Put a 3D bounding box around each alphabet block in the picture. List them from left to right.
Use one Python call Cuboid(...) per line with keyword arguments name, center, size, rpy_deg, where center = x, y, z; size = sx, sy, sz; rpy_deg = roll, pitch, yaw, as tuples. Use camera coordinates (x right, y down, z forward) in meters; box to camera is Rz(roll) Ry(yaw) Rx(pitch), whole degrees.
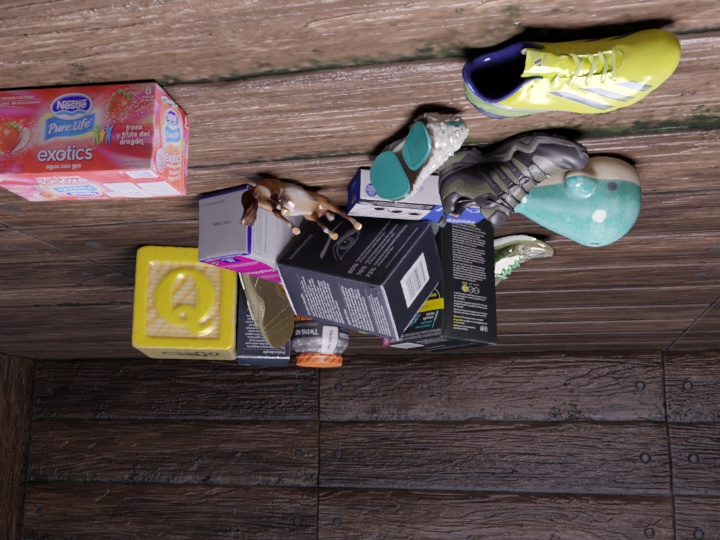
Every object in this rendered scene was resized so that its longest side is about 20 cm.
Cuboid(name="alphabet block", center=(-0.335, 0.069, 1.664), size=(0.191, 0.200, 0.200), rpy_deg=(0, 168, -6))

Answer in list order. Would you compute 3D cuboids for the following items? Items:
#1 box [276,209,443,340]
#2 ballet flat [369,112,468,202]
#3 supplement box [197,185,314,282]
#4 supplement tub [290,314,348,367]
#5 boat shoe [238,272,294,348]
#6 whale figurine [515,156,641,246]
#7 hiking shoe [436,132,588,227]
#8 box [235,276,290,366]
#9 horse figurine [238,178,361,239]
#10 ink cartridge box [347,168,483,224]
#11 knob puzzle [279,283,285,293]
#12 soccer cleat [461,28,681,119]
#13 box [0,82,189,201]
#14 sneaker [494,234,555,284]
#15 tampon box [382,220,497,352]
Cuboid(name="box", center=(0.000, 0.000, 1.258), size=(0.197, 0.148, 0.106), rpy_deg=(12, 136, 35))
Cuboid(name="ballet flat", center=(0.073, -0.133, 1.007), size=(0.070, 0.074, 0.200), rpy_deg=(5, 168, -18))
Cuboid(name="supplement box", center=(-0.148, -0.051, 1.309), size=(0.099, 0.106, 0.199), rpy_deg=(-8, 167, 32))
Cuboid(name="supplement tub", center=(-0.082, 0.091, 1.726), size=(0.119, 0.205, 0.123), rpy_deg=(0, 168, 0))
Cuboid(name="boat shoe", center=(-0.179, 0.052, 1.562), size=(0.073, 0.203, 0.063), rpy_deg=(-35, -143, -22))
Cuboid(name="whale figurine", center=(0.268, -0.084, 1.110), size=(0.195, 0.106, 0.159), rpy_deg=(-1, 169, -1))
Cuboid(name="hiking shoe", center=(0.185, -0.103, 1.037), size=(0.196, 0.103, 0.075), rpy_deg=(-7, 167, 34))
Cuboid(name="box", center=(-0.191, 0.083, 1.695), size=(0.104, 0.205, 0.149), rpy_deg=(2, 169, -6))
Cuboid(name="horse figurine", center=(-0.092, -0.088, 1.179), size=(0.197, 0.051, 0.132), rpy_deg=(6, -155, -40))
Cuboid(name="ink cartridge box", center=(0.085, -0.102, 1.190), size=(0.195, 0.045, 0.094), rpy_deg=(3, 170, -12))
Cuboid(name="knob puzzle", center=(-0.115, 0.009, 1.524), size=(0.217, 0.031, 0.222), rpy_deg=(33, 151, 20))
Cuboid(name="soccer cleat", center=(0.185, -0.180, 0.768), size=(0.196, 0.066, 0.083), rpy_deg=(-6, 164, 29))
Cuboid(name="box", center=(-0.296, -0.137, 0.924), size=(0.195, 0.097, 0.103), rpy_deg=(-1, 168, 10))
Cuboid(name="sneaker", center=(0.249, -0.010, 1.504), size=(0.196, 0.091, 0.077), rpy_deg=(-4, 167, 22))
Cuboid(name="tampon box", center=(0.127, 0.022, 1.385), size=(0.124, 0.205, 0.149), rpy_deg=(10, 164, -37))
